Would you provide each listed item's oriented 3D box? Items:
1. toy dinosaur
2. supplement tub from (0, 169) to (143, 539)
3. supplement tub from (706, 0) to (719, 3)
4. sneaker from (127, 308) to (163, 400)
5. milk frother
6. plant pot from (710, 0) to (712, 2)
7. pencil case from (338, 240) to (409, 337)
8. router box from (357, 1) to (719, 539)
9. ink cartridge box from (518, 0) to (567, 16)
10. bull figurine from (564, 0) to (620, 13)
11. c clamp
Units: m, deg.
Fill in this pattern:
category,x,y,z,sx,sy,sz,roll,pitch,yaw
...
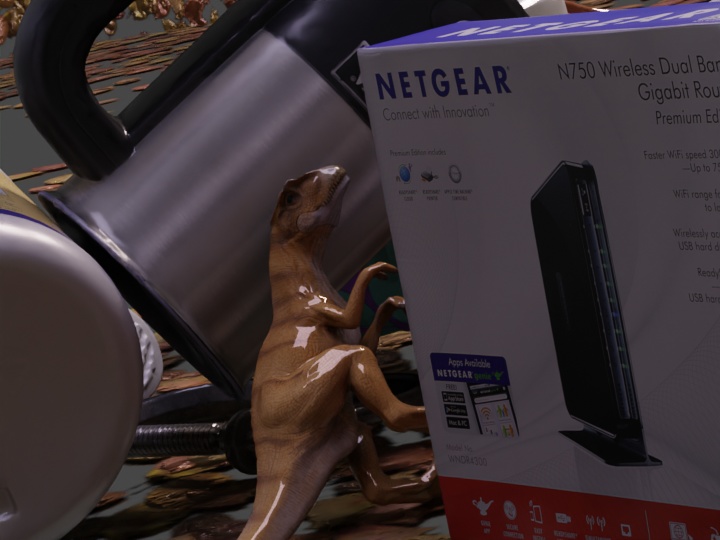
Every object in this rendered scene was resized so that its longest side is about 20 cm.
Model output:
category,x,y,z,sx,sy,sz,roll,pitch,yaw
toy dinosaur,-0.017,0.059,1.100,0.106,0.200,0.060,13,-33,-4
supplement tub,-0.182,0.024,1.200,0.145,0.146,0.200,-15,21,-19
supplement tub,0.119,-0.014,1.096,0.145,0.145,0.200,-17,-3,-29
sneaker,-0.192,0.054,1.368,0.200,0.074,0.082,-6,-11,-28
milk frother,-0.049,-0.071,1.243,0.188,0.181,0.200,-44,0,-8
plant pot,0.221,-0.084,1.190,0.200,0.187,0.187,-28,-1,32
pencil case,0.000,0.000,1.317,0.200,0.093,0.085,-7,-23,45
router box,0.089,0.007,0.960,0.049,0.180,0.200,-17,10,-33
ink cartridge box,0.023,-0.040,1.369,0.200,0.161,0.050,-4,19,38
bull figurine,0.099,-0.046,1.406,0.121,0.200,0.065,4,48,7
c clamp,-0.075,0.070,1.280,0.200,0.027,0.171,-6,6,39
